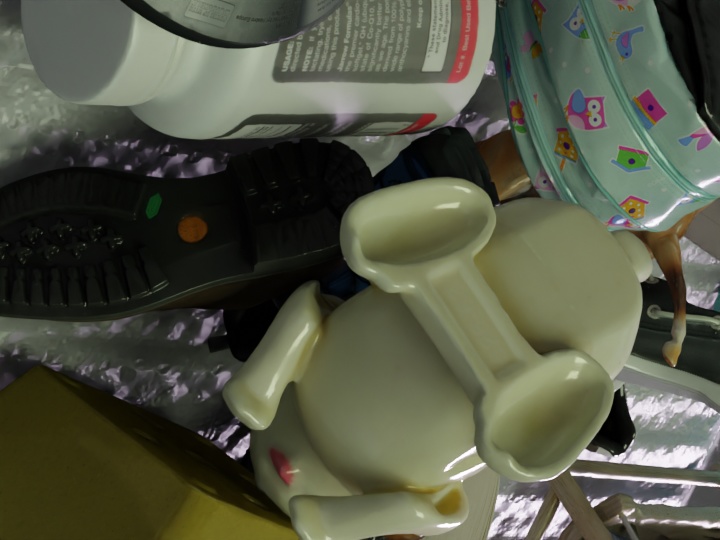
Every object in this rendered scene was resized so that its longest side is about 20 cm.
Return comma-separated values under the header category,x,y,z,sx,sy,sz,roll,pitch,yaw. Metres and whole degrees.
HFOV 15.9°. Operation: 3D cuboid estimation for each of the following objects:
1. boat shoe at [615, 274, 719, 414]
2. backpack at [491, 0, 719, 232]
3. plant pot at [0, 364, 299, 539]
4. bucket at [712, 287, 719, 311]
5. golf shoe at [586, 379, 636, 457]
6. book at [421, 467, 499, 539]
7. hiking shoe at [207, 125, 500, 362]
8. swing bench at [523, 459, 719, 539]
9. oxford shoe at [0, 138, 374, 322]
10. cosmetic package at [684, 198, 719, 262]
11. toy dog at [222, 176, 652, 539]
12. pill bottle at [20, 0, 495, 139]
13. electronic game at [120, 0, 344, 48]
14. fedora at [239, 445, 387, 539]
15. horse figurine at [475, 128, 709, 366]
category,x,y,z,sx,sy,sz,roll,pitch,yaw
boat shoe,0.158,0.033,1.335,0.076,0.200,0.060,89,21,-84
backpack,0.131,-0.116,1.236,0.126,0.200,0.167,-29,149,31
plant pot,-0.120,0.162,1.214,0.200,0.200,0.177,28,93,-50
bucket,0.321,0.041,1.589,0.207,0.135,0.207,-24,133,-29
golf shoe,0.111,0.022,1.405,0.078,0.094,0.200,-37,137,-15
book,0.029,0.184,1.336,0.200,0.048,0.134,102,9,-67
hiking shoe,0.000,0.000,1.240,0.087,0.074,0.200,-17,161,-30
swing bench,0.204,0.213,1.555,0.199,0.200,0.130,8,113,-47
oxford shoe,-0.092,-0.005,1.169,0.200,0.073,0.084,-5,160,-2
cosmetic package,0.254,-0.092,1.371,0.123,0.199,0.200,12,110,-48
toy dog,0.023,0.046,1.164,0.194,0.140,0.200,-39,178,-43
pill bottle,-0.045,-0.113,1.137,0.200,0.111,0.111,-4,121,-43
electronic game,-0.063,-0.188,1.044,0.200,0.042,0.200,15,69,-43
fedora,-0.019,0.123,1.334,0.201,0.091,0.201,-63,174,-11
horse figurine,0.108,-0.024,1.303,0.050,0.200,0.133,58,49,-62
